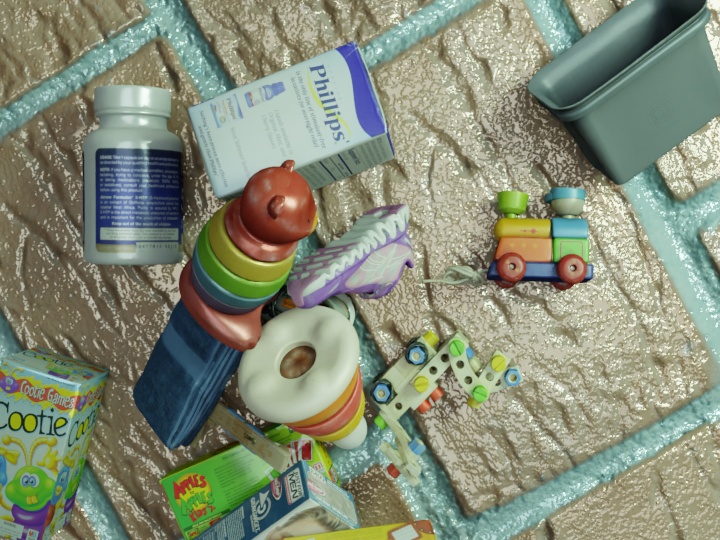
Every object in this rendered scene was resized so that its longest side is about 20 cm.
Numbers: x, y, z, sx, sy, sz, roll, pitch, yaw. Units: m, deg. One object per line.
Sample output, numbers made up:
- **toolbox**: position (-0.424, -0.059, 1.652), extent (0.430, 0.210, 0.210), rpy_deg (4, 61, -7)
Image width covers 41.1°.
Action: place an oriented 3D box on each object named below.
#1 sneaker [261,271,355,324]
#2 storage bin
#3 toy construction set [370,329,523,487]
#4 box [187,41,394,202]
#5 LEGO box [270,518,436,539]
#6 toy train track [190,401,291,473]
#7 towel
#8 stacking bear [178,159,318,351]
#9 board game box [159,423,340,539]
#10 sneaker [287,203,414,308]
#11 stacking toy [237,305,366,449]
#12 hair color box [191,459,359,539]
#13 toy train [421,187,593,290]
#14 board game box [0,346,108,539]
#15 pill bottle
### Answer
- **sneaker**: position (-0.102, 0.027, 1.149), extent (0.197, 0.079, 0.075), rpy_deg (19, 96, 4)
- **storage bin**: position (0.309, -0.204, 1.091), extent (0.199, 0.146, 0.135), rpy_deg (-35, 118, 4)
- **toy construction set**: position (0.087, 0.152, 1.142), extent (0.131, 0.092, 0.200), rpy_deg (43, 84, 0)
- **box**: position (-0.070, -0.154, 1.083), extent (0.197, 0.184, 0.107), rpy_deg (-20, 87, 4)
- **LEGO box**: position (-0.011, 0.375, 1.105), extent (0.196, 0.078, 0.151), rpy_deg (-5, 128, -11)
- **toy train track**: position (-0.153, 0.177, 1.152), extent (0.198, 0.032, 0.116), rpy_deg (30, 108, 32)
- **towel**: position (-0.201, 0.106, 1.136), extent (0.112, 0.048, 0.202), rpy_deg (43, 114, 28)
- **stacking bear**: position (-0.110, -0.029, 1.006), extent (0.112, 0.123, 0.201), rpy_deg (29, 135, -10)
- **board game box**: position (-0.134, 0.259, 1.178), extent (0.197, 0.048, 0.103), rpy_deg (-25, 91, 4)
- **sneaker**: position (0.000, 0.000, 1.105), extent (0.080, 0.199, 0.090), rpy_deg (-2, 115, 44)
- **stacking toy**: position (-0.042, 0.152, 1.109), extent (0.144, 0.147, 0.201), rpy_deg (-24, 135, 4)
- **hair color box**: position (-0.108, 0.318, 1.128), extent (0.199, 0.061, 0.100), rpy_deg (-38, 127, 14)
- **toy train**: position (0.172, -0.041, 1.129), extent (0.196, 0.085, 0.118), rpy_deg (2, 83, 4)
- **board game box**: position (-0.392, 0.210, 1.164), extent (0.103, 0.103, 0.204), rpy_deg (16, 94, 3)
- **pill bottle**: position (-0.268, -0.110, 1.131), extent (0.117, 0.120, 0.204), rpy_deg (1, 94, 4)
